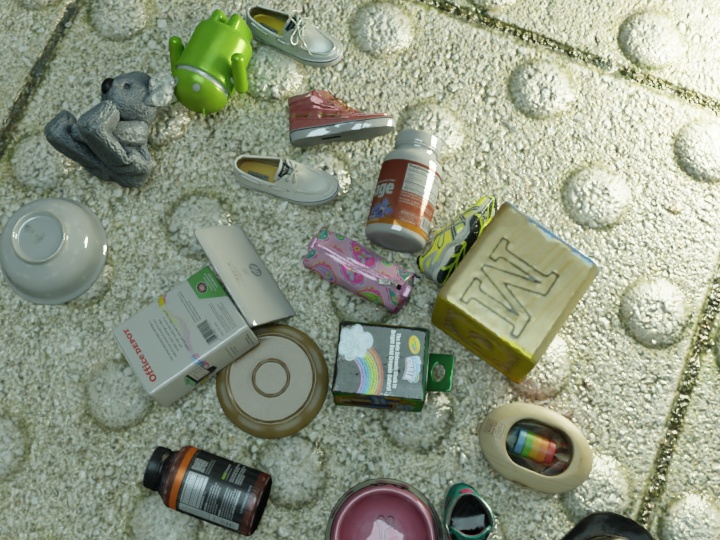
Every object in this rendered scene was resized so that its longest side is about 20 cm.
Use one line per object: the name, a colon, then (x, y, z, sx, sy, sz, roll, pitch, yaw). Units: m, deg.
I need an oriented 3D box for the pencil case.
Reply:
pencil case: (0.000, 0.000, 1.652, 0.199, 0.088, 0.088, 28, 76, 9)

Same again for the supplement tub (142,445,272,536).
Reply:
supplement tub: (-0.252, 0.353, 1.544, 0.198, 0.107, 0.108, 19, 75, 6)

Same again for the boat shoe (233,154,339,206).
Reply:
boat shoe: (-0.136, -0.171, 1.708, 0.198, 0.070, 0.072, 15, 75, 5)

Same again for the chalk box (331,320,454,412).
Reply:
chalk box: (0.056, 0.166, 1.585, 0.197, 0.124, 0.126, 6, 73, 1)

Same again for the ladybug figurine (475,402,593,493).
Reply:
ladybug figurine: (0.286, 0.296, 1.571, 0.198, 0.072, 0.137, 24, 76, 6)

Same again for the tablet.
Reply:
tablet: (-0.200, 0.005, 1.641, 0.014, 0.130, 0.201, -40, 75, 29)

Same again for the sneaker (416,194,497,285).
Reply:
sneaker: (0.173, -0.067, 1.675, 0.076, 0.076, 0.200, 25, 62, 34)

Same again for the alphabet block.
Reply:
alphabet block: (0.254, 0.042, 1.583, 0.196, 0.196, 0.201, 35, 76, 12)

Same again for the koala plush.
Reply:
koala plush: (-0.426, -0.274, 1.698, 0.176, 0.184, 0.202, -2, 56, 43)

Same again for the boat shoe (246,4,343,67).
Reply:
boat shoe: (-0.126, -0.454, 1.779, 0.200, 0.086, 0.075, 27, 76, 8)

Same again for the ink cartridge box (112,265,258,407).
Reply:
ink cartridge box: (-0.298, 0.114, 1.610, 0.199, 0.084, 0.145, -34, 65, -8)

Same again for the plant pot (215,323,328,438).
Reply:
plant pot: (-0.154, 0.188, 1.630, 0.197, 0.028, 0.203, 0, 75, 1)

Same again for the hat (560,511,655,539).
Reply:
hat: (0.403, 0.489, 1.511, 0.198, 0.081, 0.203, 0, 75, 0)

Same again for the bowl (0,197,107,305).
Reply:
bowl: (-0.556, -0.047, 1.668, 0.198, 0.090, 0.204, 0, 74, 0)

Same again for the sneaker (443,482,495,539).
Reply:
sneaker: (0.175, 0.440, 1.506, 0.083, 0.121, 0.202, -6, 74, -1)

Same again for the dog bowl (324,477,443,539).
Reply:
dog bowl: (0.038, 0.439, 1.533, 0.197, 0.074, 0.203, 0, 74, 1)

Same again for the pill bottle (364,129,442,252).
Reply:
pill bottle: (0.082, -0.142, 1.677, 0.111, 0.112, 0.202, 13, 74, 4)

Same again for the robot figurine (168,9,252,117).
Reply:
robot figurine: (-0.275, -0.379, 1.744, 0.174, 0.116, 0.202, 20, 76, 23)

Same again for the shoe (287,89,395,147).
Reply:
shoe: (-0.037, -0.289, 1.739, 0.197, 0.071, 0.092, -7, 80, 3)
